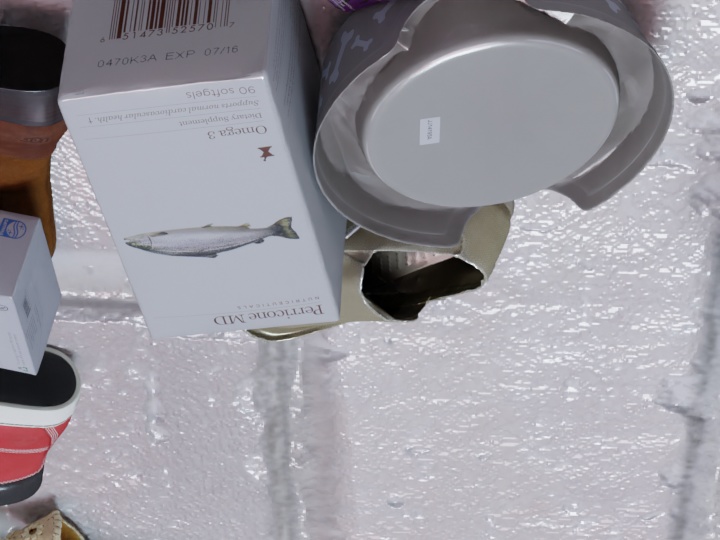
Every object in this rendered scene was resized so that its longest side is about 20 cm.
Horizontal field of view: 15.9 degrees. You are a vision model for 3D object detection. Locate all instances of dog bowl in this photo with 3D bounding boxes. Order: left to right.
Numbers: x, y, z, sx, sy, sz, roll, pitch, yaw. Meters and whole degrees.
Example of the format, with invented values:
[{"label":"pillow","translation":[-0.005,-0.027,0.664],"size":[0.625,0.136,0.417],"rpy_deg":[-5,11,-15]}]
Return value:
[{"label":"dog bowl","translation":[0.068,-0.095,1.414],"size":[0.200,0.059,0.200],"rpy_deg":[-8,143,-6]}]

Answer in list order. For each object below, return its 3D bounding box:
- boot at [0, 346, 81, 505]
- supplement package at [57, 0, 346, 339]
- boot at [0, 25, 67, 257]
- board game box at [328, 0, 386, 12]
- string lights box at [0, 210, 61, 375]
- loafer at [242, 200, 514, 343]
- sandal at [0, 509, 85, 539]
[{"label":"boot","translation":[-0.295,0.100,1.674],"size":[0.200,0.072,0.144],"rpy_deg":[12,139,-15]},{"label":"supplement package","translation":[-0.082,-0.072,1.431],"size":[0.117,0.117,0.200],"rpy_deg":[-7,138,10]},{"label":"boot","translation":[-0.262,-0.081,1.494],"size":[0.188,0.069,0.200],"rpy_deg":[6,148,-9]},{"label":"board game box","translation":[-0.041,-0.202,1.291],"size":[0.200,0.032,0.120],"rpy_deg":[34,152,-28]},{"label":"string lights box","translation":[-0.286,-0.002,1.523],"size":[0.200,0.059,0.103],"rpy_deg":[12,153,7]},{"label":"loafer","translation":[0.000,0.000,1.543],"size":[0.200,0.068,0.076],"rpy_deg":[-24,132,27]},{"label":"sandal","translation":[-0.204,0.197,1.791],"size":[0.211,0.078,0.070],"rpy_deg":[6,119,-12]}]
